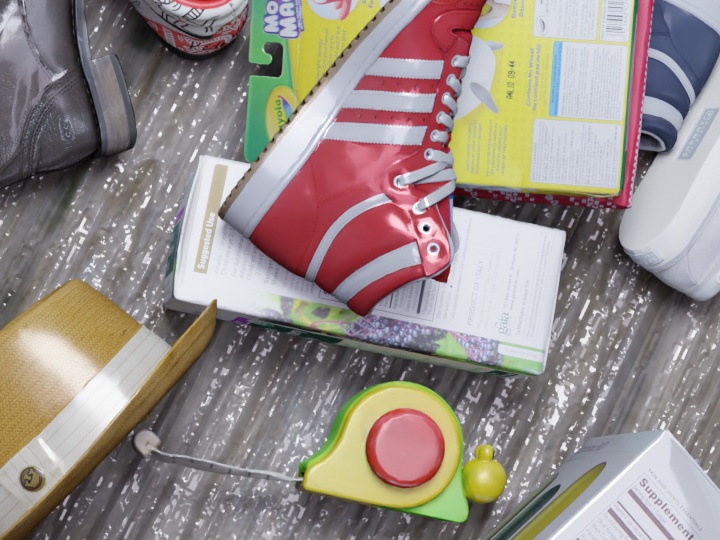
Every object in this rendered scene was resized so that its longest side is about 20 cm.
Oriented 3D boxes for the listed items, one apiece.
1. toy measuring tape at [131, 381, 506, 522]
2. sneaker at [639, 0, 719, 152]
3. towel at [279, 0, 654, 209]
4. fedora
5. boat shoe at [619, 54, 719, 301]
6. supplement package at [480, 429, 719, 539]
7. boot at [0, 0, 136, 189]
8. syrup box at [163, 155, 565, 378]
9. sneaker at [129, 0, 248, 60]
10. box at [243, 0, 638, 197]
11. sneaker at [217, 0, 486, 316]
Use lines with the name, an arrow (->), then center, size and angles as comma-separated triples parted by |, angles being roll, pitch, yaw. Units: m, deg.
toy measuring tape -> -0.017, 0.085, 1.168 | 0.200, 0.074, 0.074 | 12, 83, -8
sneaker -> 0.101, -0.134, 1.208 | 0.200, 0.070, 0.109 | 23, 80, -9
towel -> 0.053, -0.112, 1.178 | 0.200, 0.022, 0.145 | 7, 96, 10
fedora -> -0.159, 0.067, 1.085 | 0.082, 0.201, 0.201 | 45, 80, -3
boat shoe -> 0.222, -0.073, 1.226 | 0.069, 0.072, 0.200 | 39, 72, -25
supplement package -> 0.113, 0.204, 1.134 | 0.200, 0.152, 0.151 | -41, 91, -11
boot -> -0.221, -0.110, 1.134 | 0.174, 0.069, 0.200 | -24, 94, -23
syrup box -> 0.000, 0.000, 1.173 | 0.200, 0.079, 0.082 | 11, 83, -8
sneaker -> -0.130, -0.202, 1.157 | 0.067, 0.108, 0.201 | -41, 92, -11
box -> 0.041, -0.103, 1.147 | 0.200, 0.048, 0.118 | 5, 96, 8
sneaker -> 0.033, -0.069, 1.093 | 0.112, 0.071, 0.200 | 40, 100, 1
